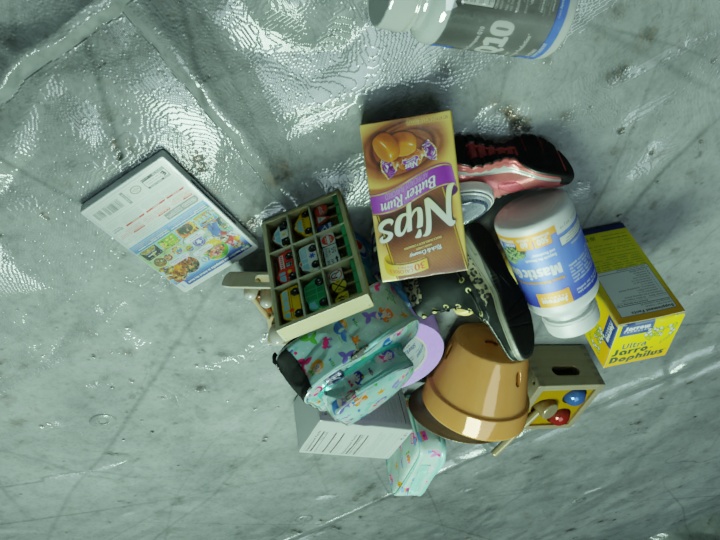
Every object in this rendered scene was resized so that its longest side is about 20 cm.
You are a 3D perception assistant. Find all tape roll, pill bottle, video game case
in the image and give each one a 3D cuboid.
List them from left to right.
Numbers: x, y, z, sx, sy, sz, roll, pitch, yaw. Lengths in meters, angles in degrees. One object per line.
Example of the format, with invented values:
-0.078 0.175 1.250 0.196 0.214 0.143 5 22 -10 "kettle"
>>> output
-0.256 -0.059 0.839 0.142 0.018 0.200 -29 135 13 "video game case"
0.046 0.133 1.085 0.197 0.066 0.202 -9 136 -8 "tape roll"
0.114 -0.290 0.634 0.197 0.115 0.115 2 135 -16 "pill bottle"
0.277 -0.005 0.878 0.111 0.112 0.202 -24 112 10 "pill bottle"

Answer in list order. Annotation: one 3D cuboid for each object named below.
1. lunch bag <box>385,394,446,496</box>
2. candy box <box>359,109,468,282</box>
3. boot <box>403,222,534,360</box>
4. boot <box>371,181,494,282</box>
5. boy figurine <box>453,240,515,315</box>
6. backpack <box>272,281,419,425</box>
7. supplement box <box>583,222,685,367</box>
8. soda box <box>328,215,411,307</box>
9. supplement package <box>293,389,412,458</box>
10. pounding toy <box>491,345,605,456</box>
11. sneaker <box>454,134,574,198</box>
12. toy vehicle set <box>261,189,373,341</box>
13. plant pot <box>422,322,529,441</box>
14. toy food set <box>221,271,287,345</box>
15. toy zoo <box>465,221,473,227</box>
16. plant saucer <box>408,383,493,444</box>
0.112 0.374 1.279 0.076 0.162 0.202 3 133 -17 "lunch bag"
0.069 -0.094 0.782 0.115 0.057 0.203 -8 103 4 "candy box"
0.157 0.051 0.904 0.153 0.206 0.073 -30 169 41 "boot"
0.100 -0.047 0.855 0.198 0.092 0.072 -22 141 35 "boot"
0.229 0.003 0.973 0.199 0.065 0.124 -39 134 7 "boy figurine"
-0.003 0.117 0.869 0.200 0.151 0.178 -42 161 -8 "backpack"
0.410 0.037 0.987 0.107 0.202 0.110 -10 137 -3 "supplement box"
0.000 0.000 0.932 0.064 0.068 0.199 -35 133 23 "soda box"
-0.018 0.284 1.185 0.197 0.115 0.110 13 130 -25 "supplement package"
0.367 0.268 1.254 0.197 0.143 0.186 2 134 -17 "pounding toy"
0.199 -0.138 0.859 0.196 0.075 0.087 4 145 -9 "sneaker"
-0.062 -0.013 0.806 0.123 0.202 0.027 -22 137 7 "toy vehicle set"
0.222 0.189 1.112 0.197 0.201 0.142 2 115 -17 "plant pot"
-0.108 0.065 0.926 0.141 0.061 0.201 0 151 14 "toy food set"
0.155 -0.007 1.003 0.130 0.021 0.200 -29 135 14 "toy zoo"
0.192 0.259 1.175 0.197 0.201 0.037 3 110 -17 "plant saucer"
